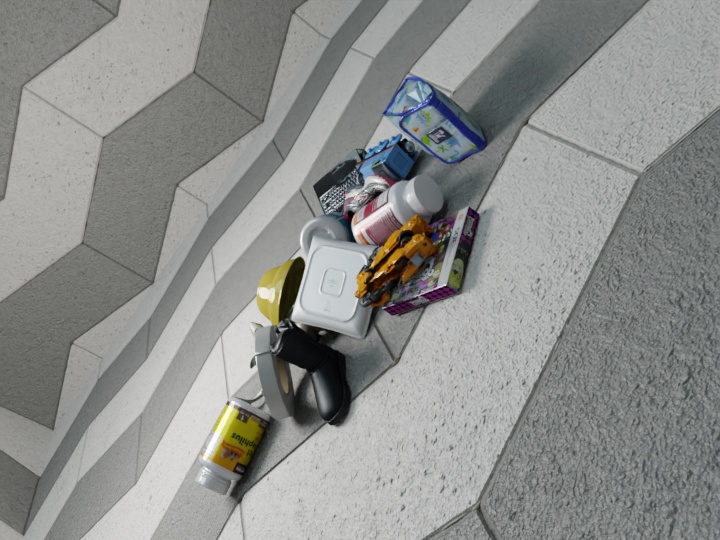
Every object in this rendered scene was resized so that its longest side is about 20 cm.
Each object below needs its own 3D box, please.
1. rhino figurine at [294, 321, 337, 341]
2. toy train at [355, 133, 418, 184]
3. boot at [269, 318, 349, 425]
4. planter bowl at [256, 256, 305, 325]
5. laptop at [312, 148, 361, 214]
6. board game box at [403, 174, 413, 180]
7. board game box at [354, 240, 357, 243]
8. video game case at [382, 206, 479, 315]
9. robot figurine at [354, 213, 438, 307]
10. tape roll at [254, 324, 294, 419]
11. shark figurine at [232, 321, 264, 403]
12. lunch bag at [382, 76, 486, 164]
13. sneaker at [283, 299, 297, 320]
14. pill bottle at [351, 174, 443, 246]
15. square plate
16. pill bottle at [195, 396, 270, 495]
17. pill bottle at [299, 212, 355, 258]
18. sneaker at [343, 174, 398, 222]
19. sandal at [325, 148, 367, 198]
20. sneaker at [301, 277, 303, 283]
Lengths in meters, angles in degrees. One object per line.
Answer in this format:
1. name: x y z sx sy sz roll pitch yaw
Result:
1. rhino figurine: -0.131 0.149 1.634 0.200 0.087 0.060 -40 28 34
2. toy train: 0.058 -0.262 1.756 0.199 0.087 0.115 -14 38 57
3. boot: -0.108 0.200 1.428 0.076 0.167 0.201 -44 27 25
4. planter bowl: -0.203 0.057 1.754 0.200 0.082 0.203 11 -90 -78
5. laptop: -0.064 -0.202 1.886 0.177 0.103 0.202 -36 65 29
6. board game box: 0.052 -0.156 1.709 0.200 0.039 0.159 -39 30 35
7. board game box: 0.000 0.000 1.636 0.105 0.023 0.200 -56 24 10
8. video game case: 0.135 -0.015 1.383 0.199 0.036 0.183 -24 39 52
9. robot figurine: 0.063 -0.009 1.397 0.200 0.058 0.146 -46 24 22
10. tape roll: -0.184 0.220 1.538 0.037 0.204 0.204 -13 33 3
11. shark figurine: -0.231 0.246 1.759 0.090 0.127 0.217 111 170 -85
12. lunch bag: 0.165 -0.322 1.534 0.128 0.169 0.200 -57 25 -2
13. sneaker: -0.102 0.072 1.681 0.201 0.088 0.077 -58 -1 22
14. pill bottle: 0.080 -0.120 1.524 0.199 0.112 0.114 -31 34 45
15. square plate: -0.053 0.030 1.538 0.198 0.028 0.200 11 82 32
16. pill bottle: -0.295 0.399 1.619 0.109 0.109 0.202 -2 59 62
17. pill bottle: -0.071 -0.082 1.710 0.111 0.111 0.200 -51 -3 13
18. sneaker: 0.028 -0.163 1.634 0.199 0.080 0.076 -20 56 59
19. sandal: -0.035 -0.246 1.972 0.201 0.057 0.080 -49 61 22
20. sneaker: -0.085 -0.010 1.788 0.089 0.070 0.201 -19 35 22
